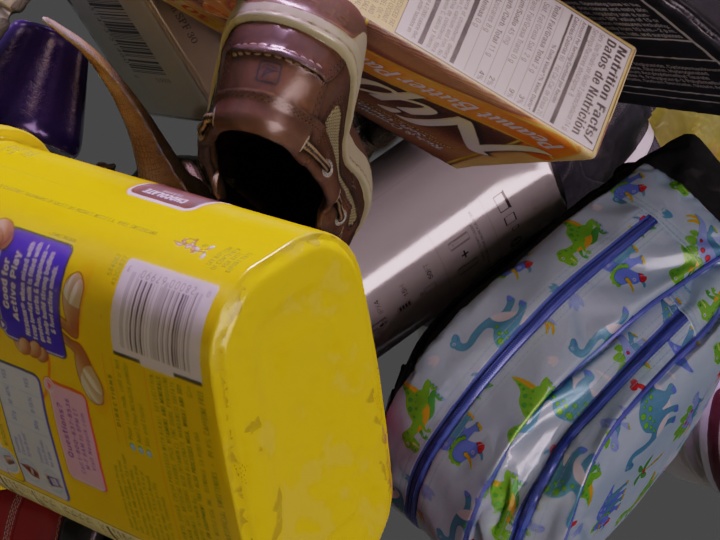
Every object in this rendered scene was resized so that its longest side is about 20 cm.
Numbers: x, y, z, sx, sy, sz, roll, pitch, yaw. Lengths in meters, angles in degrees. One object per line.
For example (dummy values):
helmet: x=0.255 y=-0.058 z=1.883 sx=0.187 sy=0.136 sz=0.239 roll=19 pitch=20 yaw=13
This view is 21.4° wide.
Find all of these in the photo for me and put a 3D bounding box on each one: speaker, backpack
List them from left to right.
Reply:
speaker: x=0.000 y=0.000 z=0.910 sx=0.199 sy=0.081 sz=0.082 roll=-36 pitch=119 yaw=-16
backpack: x=0.093 y=0.054 z=0.884 sx=0.199 sy=0.154 sz=0.164 roll=-20 pitch=151 yaw=-29

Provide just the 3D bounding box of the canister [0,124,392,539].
canister: x=-0.089 y=0.034 z=0.714 sx=0.086 sy=0.199 sz=0.150 roll=-33 pitch=126 yaw=-38

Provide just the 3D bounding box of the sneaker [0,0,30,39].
sneaker: x=-0.200 y=-0.118 z=0.768 sx=0.115 sy=0.075 sz=0.201 roll=39 pitch=84 yaw=-12

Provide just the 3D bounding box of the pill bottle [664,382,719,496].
pill bottle: x=0.269 y=0.096 z=1.101 sx=0.113 sy=0.199 sz=0.116 roll=-8 pitch=104 yaw=-38

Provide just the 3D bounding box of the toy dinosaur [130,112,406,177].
toy dinosaur: x=-0.023 y=-0.064 z=0.904 sx=0.200 sy=0.102 sz=0.077 roll=-42 pitch=83 yaw=-11

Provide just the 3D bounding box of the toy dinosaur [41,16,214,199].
toy dinosaur: x=-0.078 y=-0.025 z=0.801 sx=0.058 sy=0.101 sz=0.202 roll=-25 pitch=107 yaw=-14

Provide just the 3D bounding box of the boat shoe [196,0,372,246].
boat shoe: x=-0.038 y=-0.035 z=0.770 sx=0.203 sy=0.074 sz=0.075 roll=86 pitch=19 yaw=-65

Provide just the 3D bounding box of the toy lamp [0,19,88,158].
toy lamp: x=-0.165 y=-0.008 z=0.814 sx=0.058 sy=0.058 sz=0.202 roll=23 pitch=85 yaw=-40

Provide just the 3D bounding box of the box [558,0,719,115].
box: x=0.086 y=-0.165 z=0.807 sx=0.198 sy=0.199 sz=0.124 roll=28 pitch=81 yaw=-40

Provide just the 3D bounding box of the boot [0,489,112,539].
boot: x=-0.120 y=0.183 z=0.825 sx=0.072 sy=0.144 sz=0.202 roll=-18 pitch=110 yaw=-38

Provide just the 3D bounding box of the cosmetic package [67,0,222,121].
cosmetic package: x=-0.042 y=-0.171 z=0.877 sx=0.200 sy=0.073 sz=0.104 roll=-48 pitch=124 yaw=-22

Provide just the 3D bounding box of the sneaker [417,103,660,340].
sneaker: x=0.085 y=-0.047 z=1.014 sx=0.199 sy=0.073 sz=0.113 roll=-35 pitch=114 yaw=-38

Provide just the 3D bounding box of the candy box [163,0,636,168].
candy box: x=0.000 y=-0.109 z=0.776 sx=0.199 sy=0.115 sz=0.056 roll=27 pitch=79 yaw=-25
